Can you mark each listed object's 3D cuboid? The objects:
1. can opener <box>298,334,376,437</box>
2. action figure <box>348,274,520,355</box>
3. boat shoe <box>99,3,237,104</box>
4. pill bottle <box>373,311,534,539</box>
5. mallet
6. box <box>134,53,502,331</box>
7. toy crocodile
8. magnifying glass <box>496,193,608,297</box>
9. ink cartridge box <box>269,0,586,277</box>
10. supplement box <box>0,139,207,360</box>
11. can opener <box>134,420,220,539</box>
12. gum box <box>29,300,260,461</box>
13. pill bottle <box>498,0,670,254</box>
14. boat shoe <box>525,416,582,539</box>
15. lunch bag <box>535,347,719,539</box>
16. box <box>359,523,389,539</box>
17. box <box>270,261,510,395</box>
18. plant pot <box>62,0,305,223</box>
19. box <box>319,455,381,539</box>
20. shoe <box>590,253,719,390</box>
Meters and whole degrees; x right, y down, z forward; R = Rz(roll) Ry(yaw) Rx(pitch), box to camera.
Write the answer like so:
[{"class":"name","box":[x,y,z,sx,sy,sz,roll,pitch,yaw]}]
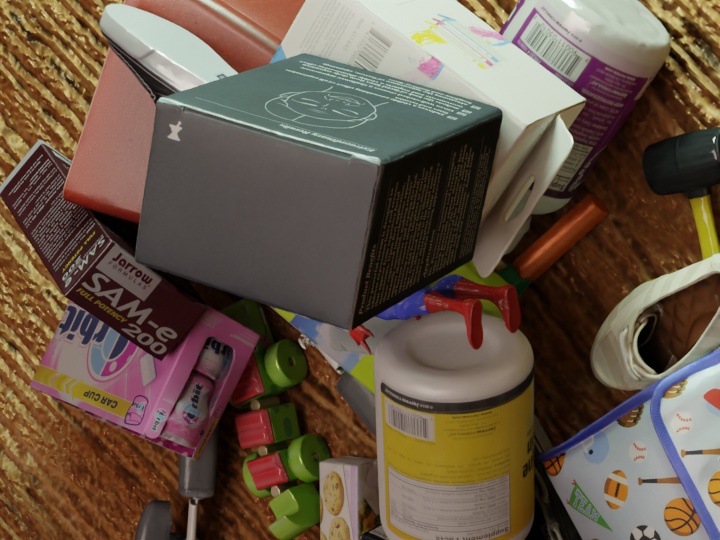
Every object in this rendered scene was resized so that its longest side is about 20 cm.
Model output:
[{"class":"can opener","box":[0.012,0.084,1.680,0.066,0.053,0.200,-47,68,27]},{"class":"action figure","box":[0.014,0.020,1.475,0.200,0.065,0.052,14,118,40]},{"class":"boat shoe","box":[-0.116,-0.115,1.533,0.200,0.072,0.068,37,114,12]},{"class":"pill bottle","box":[0.067,0.138,1.512,0.112,0.112,0.200,18,125,33]},{"class":"mallet","box":[0.244,0.000,1.523,0.066,0.041,0.201,-3,95,36]},{"class":"box","box":[-0.021,-0.054,1.315,0.148,0.200,0.107,18,109,21]},{"class":"toy crocodile","box":[-0.077,0.121,1.741,0.067,0.062,0.201,-20,81,34]},{"class":"magnifying glass","box":[0.105,0.014,1.604,0.200,0.080,0.022,-41,66,20]},{"class":"ink cartridge box","box":[0.045,-0.101,1.457,0.200,0.125,0.129,39,116,12]},{"class":"supplement box","box":[-0.209,-0.018,1.706,0.061,0.109,0.200,-50,35,4]},{"class":"can opener","box":[-0.153,0.170,1.791,0.067,0.053,0.201,2,96,-6]},{"class":"gum box","box":[-0.176,0.075,1.748,0.200,0.066,0.114,15,77,52]},{"class":"pill bottle","box":[0.128,-0.113,1.549,0.112,0.112,0.200,45,117,24]},{"class":"boat shoe","box":[0.115,0.165,1.606,0.071,0.064,0.200,-44,69,29]},{"class":"lunch bag","box":[0.246,0.150,1.470,0.200,0.124,0.170,-34,78,37]},{"class":"box","box":[0.068,0.306,1.626,0.159,0.046,0.201,22,121,37]},{"class":"box","box":[0.000,0.000,1.558,0.200,0.048,0.122,40,105,-1]},{"class":"plant pot","box":[-0.083,-0.120,1.661,0.176,0.200,0.200,27,109,17]},{"class":"box","box":[-0.006,0.250,1.713,0.041,0.039,0.201,3,95,37]},{"class":"shoe","box":[0.217,0.036,1.502,0.200,0.053,0.070,-39,75,51]}]
